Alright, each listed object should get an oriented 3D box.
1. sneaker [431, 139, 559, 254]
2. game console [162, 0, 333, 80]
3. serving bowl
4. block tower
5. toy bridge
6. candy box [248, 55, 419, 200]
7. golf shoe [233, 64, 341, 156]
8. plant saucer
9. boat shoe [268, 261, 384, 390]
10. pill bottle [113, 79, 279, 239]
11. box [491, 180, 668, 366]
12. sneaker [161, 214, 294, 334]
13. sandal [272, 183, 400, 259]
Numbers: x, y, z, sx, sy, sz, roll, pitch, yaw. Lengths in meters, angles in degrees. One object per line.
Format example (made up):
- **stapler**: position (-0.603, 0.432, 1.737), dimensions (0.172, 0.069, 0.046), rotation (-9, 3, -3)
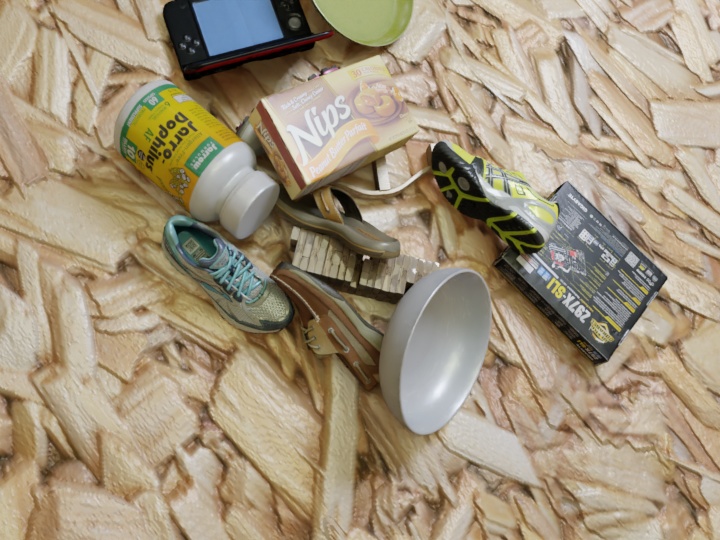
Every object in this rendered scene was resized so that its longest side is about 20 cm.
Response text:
- **sneaker**: position (0.179, -0.108, 0.911), dimensions (0.199, 0.076, 0.076), rotation (43, 64, 10)
- **game console**: position (-0.157, -0.338, 0.911), dimensions (0.195, 0.119, 0.176), rotation (-18, 78, -15)
- **serving bowl**: position (0.083, 0.091, 0.819), dimensions (0.065, 0.201, 0.202), rotation (17, 66, 37)
- **block tower**: position (0.000, 0.000, 0.878), dimensions (0.195, 0.054, 0.059), rotation (15, 71, -5)
- **toy bridge**: position (0.028, -0.135, 0.935), dimensions (0.194, 0.027, 0.069), rotation (-6, 78, -12)
- **candy box**: position (-0.030, -0.186, 0.860), dimensions (0.198, 0.055, 0.117), rotation (-30, 89, -31)
- **golf shoe**: position (-0.082, -0.196, 0.909), dimensions (0.198, 0.073, 0.093), rotation (-33, 84, -17)
- **plant saucer**: position (-0.008, -0.418, 0.976), dimensions (0.196, 0.031, 0.206), rotation (8, 77, -33)
- **boat shoe**: position (-0.036, 0.073, 0.825), dimensions (0.199, 0.075, 0.074), rotation (41, 81, -15)
- **pill bottle**: position (-0.200, -0.133, 0.839), dimensions (0.199, 0.113, 0.113), rotation (39, 71, 9)
- **box**: position (0.305, 0.002, 0.936), dimensions (0.200, 0.049, 0.160), rotation (43, 74, 3)
- **sneaker**: position (-0.167, 0.006, 0.829), dimensions (0.198, 0.086, 0.078), rotation (35, 72, 1)
- **sandal**: position (-0.029, -0.075, 0.858), dimensions (0.197, 0.055, 0.080), rotation (27, 24, 25)
